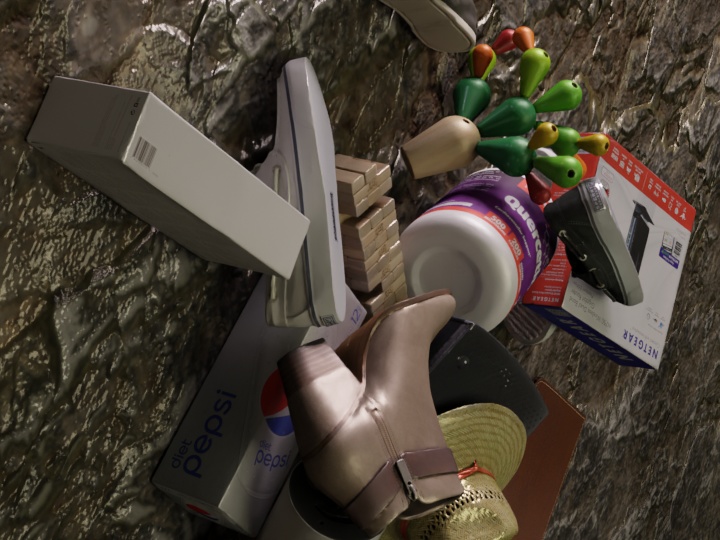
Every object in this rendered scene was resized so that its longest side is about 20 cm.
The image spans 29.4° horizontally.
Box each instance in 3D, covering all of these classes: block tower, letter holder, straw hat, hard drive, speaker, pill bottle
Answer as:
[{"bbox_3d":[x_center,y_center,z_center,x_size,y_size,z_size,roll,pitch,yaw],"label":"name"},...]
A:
[{"bbox_3d":[0.000,0.000,1.128,0.054,0.058,0.201,-42,136,-41],"label":"block tower"},{"bbox_3d":[0.126,0.205,1.365,0.142,0.100,0.201,40,68,-53],"label":"letter holder"},{"bbox_3d":[0.082,0.206,1.132,0.200,0.085,0.202,-23,142,-19],"label":"straw hat"},{"bbox_3d":[0.079,0.120,1.156,0.135,0.042,0.200,-47,144,-3],"label":"hard drive"},{"bbox_3d":[-0.047,0.228,1.036,0.081,0.081,0.200,-35,158,-47],"label":"speaker"},{"bbox_3d":[0.110,-0.024,1.221,0.200,0.112,0.113,-41,135,-59],"label":"pill bottle"}]

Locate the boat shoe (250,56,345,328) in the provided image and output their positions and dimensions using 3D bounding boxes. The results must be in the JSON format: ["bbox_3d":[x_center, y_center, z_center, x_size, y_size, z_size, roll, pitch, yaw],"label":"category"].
[{"bbox_3d":[-0.052,-0.056,1.012,0.072,0.065,0.201,17,66,-80],"label":"boat shoe"}]

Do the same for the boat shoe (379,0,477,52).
[{"bbox_3d":[0.045,-0.242,1.107,0.200,0.067,0.057,38,54,-61],"label":"boat shoe"}]

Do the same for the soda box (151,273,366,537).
[{"bbox_3d":[-0.073,0.093,1.037,0.201,0.068,0.063,-63,146,-20],"label":"soda box"}]

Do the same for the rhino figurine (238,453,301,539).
[{"bbox_3d":[-0.033,0.135,1.117,0.087,0.060,0.201,13,95,-60],"label":"rhino figurine"}]

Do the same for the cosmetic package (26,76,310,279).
[{"bbox_3d":[-0.118,-0.057,0.896,0.200,0.082,0.051,39,67,-56],"label":"cosmetic package"}]

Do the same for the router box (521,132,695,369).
[{"bbox_3d":[0.254,-0.016,1.378,0.200,0.049,0.180,29,72,-45],"label":"router box"}]

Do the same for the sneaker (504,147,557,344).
[{"bbox_3d":[0.197,-0.025,1.407,0.079,0.078,0.201,-9,108,-50],"label":"sneaker"}]

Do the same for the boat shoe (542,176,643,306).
[{"bbox_3d":[0.212,-0.020,1.248,0.200,0.056,0.069,53,19,-56],"label":"boat shoe"}]

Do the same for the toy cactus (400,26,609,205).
[{"bbox_3d":[0.116,-0.123,1.201,0.164,0.201,0.102,-23,147,-4],"label":"toy cactus"}]

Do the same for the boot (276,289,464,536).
[{"bbox_3d":[0.031,0.104,1.004,0.199,0.147,0.070,-22,164,-39],"label":"boot"}]
